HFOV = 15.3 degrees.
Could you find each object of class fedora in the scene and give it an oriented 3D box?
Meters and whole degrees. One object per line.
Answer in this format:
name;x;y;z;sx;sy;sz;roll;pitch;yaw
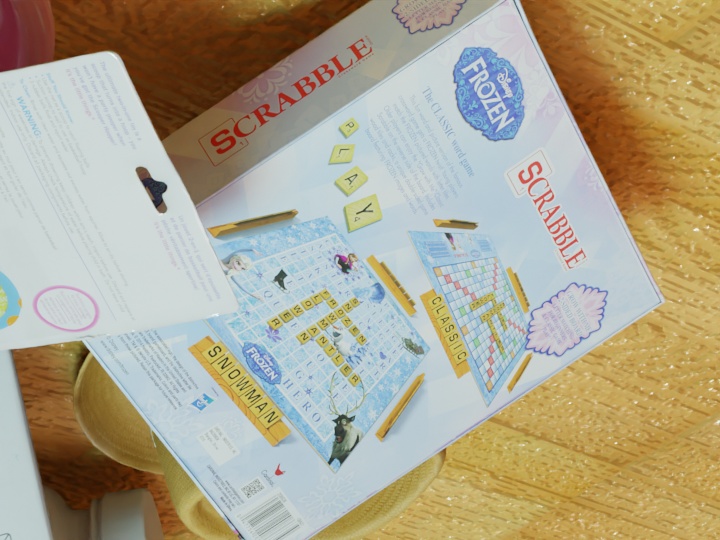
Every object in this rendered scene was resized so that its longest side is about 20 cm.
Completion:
fedora;-0.025;0.068;1.171;0.199;0.082;0.201;-7;149;-4

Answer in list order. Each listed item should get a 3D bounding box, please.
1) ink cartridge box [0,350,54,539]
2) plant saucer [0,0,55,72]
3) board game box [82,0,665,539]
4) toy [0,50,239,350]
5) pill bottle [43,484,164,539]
ink cartridge box;-0.223;0.119;1.083;0.199;0.198;0.043;-15;-165;-18
plant saucer;-0.204;-0.089;0.907;0.199;0.051;0.201;-7;148;-5
board game box;0.000;0.000;1.027;0.199;0.041;0.200;-33;139;-1
toy;-0.150;-0.024;0.921;0.199;0.047;0.116;-11;131;16
pill bottle;-0.189;0.159;1.246;0.199;0.113;0.112;-11;148;1
